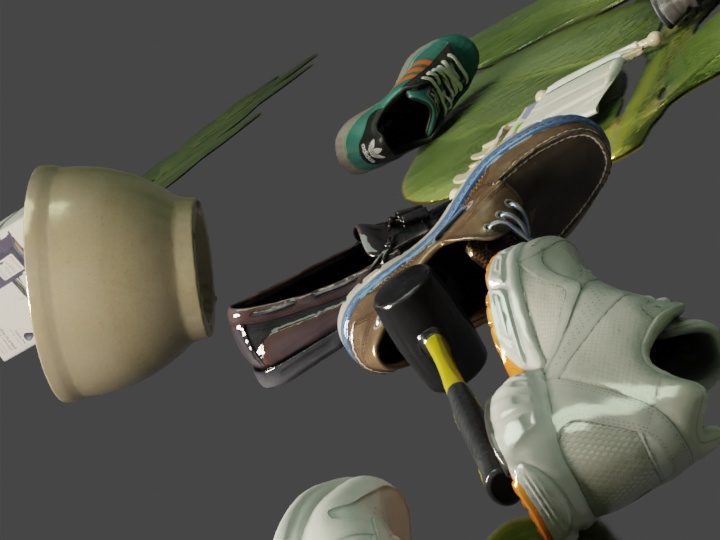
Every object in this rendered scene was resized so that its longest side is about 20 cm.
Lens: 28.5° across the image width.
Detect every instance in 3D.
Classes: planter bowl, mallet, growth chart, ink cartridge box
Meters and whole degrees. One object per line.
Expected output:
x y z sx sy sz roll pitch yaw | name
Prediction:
-0.196 0.005 1.209 0.133 0.203 0.200 -5 16 2 | planter bowl
0.052 0.065 0.692 0.041 0.066 0.200 -34 28 5 | mallet
0.152 -0.122 1.129 0.144 0.018 0.200 -24 17 40 | growth chart
-0.399 0.002 1.748 0.199 0.145 0.084 -26 17 32 | ink cartridge box

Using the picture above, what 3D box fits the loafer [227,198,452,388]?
0.000 0.000 0.966 0.199 0.063 0.072 -36 13 -6 | loafer

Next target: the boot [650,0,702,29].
0.320 -0.285 1.195 0.131 0.070 0.200 -28 10 47 | boot

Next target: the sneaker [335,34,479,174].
0.064 -0.166 1.402 0.200 0.072 0.080 -47 22 -26 | sneaker

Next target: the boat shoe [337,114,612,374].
0.076 -0.008 0.822 0.200 0.072 0.072 -45 18 0 | boat shoe

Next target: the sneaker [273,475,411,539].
0.007 0.137 0.499 0.098 0.076 0.200 -10 20 15 | sneaker

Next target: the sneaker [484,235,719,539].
0.106 0.036 0.594 0.091 0.076 0.201 -23 23 14 | sneaker
